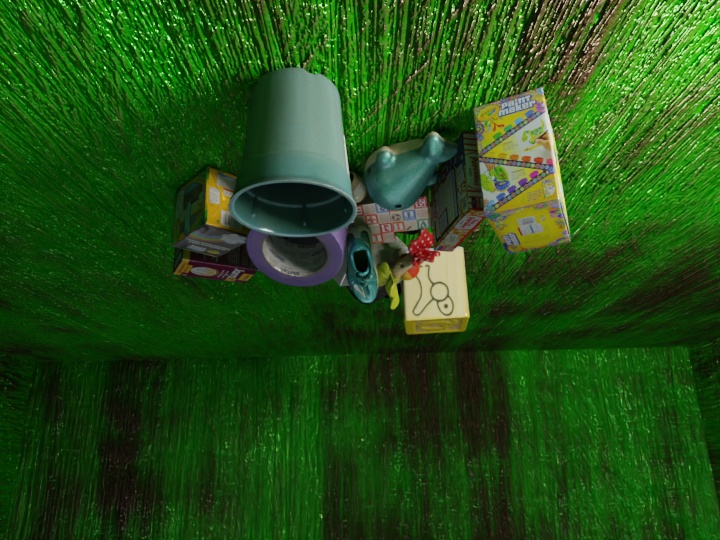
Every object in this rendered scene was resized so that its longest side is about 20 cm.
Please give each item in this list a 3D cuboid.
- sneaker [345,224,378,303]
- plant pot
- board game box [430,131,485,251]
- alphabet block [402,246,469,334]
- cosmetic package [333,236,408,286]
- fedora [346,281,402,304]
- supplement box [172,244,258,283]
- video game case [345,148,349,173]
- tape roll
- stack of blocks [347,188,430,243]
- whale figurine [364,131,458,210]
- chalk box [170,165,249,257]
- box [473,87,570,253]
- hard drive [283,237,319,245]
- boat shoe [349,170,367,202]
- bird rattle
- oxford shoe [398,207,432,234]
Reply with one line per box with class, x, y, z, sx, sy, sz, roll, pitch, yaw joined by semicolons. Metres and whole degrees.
sneaker;0.000;0.000;1.200;0.074;0.081;0.205;-10;130;2
plant pot;-0.101;-0.184;0.842;0.191;0.204;0.201;0;162;0
board game box;0.188;-0.145;1.051;0.044;0.158;0.200;2;162;-11
alphabet block;0.215;0.064;1.587;0.187;0.209;0.197;-3;162;8
cosmetic package;0.015;-0.034;1.335;0.196;0.085;0.110;-2;128;-46
fedora;0.023;0.037;1.530;0.197;0.092;0.203;33;152;20
supplement box;-0.370;-0.043;1.389;0.193;0.108;0.130;8;159;-28
video game case;-0.107;-0.169;1.040;0.174;0.024;0.204;0;139;6
tape roll;-0.125;-0.066;1.076;0.191;0.087;0.204;3;139;2
stack of blocks;0.056;-0.124;1.185;0.192;0.060;0.117;-6;137;12
whale figurine;0.093;-0.181;1.012;0.155;0.108;0.197;15;156;-39
chalk box;-0.325;-0.113;1.158;0.122;0.129;0.196;15;157;-43
box;0.285;-0.162;0.940;0.118;0.201;0.199;-10;160;24
hard drive;-0.095;-0.083;1.287;0.197;0.042;0.137;18;113;-50
boat shoe;-0.085;-0.164;1.118;0.193;0.076;0.069;-16;155;14
bird rattle;0.110;-0.018;1.303;0.201;0.113;0.163;-47;171;11
oxford shoe;0.085;-0.122;1.282;0.191;0.074;0.071;-6;-169;8
